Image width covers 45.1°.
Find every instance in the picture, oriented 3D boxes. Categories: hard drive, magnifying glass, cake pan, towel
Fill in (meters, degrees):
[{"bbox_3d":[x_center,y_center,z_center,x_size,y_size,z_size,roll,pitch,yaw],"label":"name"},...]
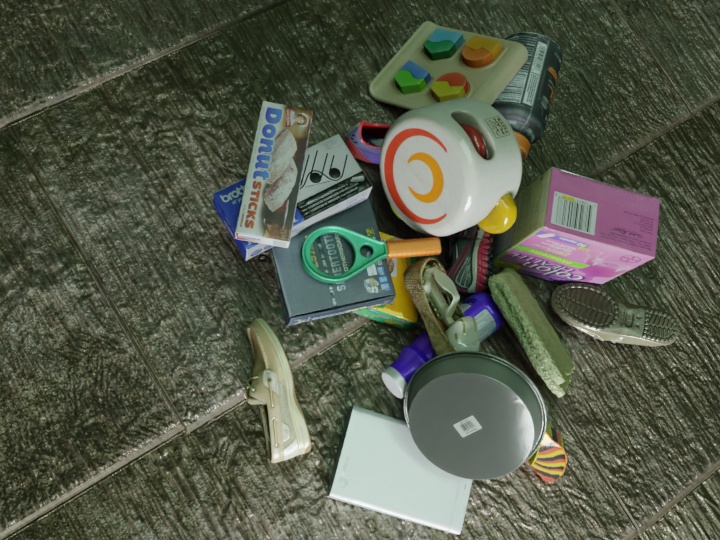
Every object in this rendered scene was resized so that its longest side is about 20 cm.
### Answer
[{"bbox_3d":[0.063,0.287,1.249,0.199,0.026,0.132,19,71,-10],"label":"hard drive"},{"bbox_3d":[0.015,-0.027,1.205,0.199,0.022,0.080,-4,74,-17],"label":"magnifying glass"},{"bbox_3d":[0.152,0.205,1.187,0.200,0.200,0.037,38,29,-2],"label":"cake pan"},{"bbox_3d":[0.257,0.089,1.303,0.036,0.148,0.200,-32,84,18],"label":"towel"}]

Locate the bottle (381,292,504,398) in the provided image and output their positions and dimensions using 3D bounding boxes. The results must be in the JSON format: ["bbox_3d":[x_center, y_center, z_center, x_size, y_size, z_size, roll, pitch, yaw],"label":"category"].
[{"bbox_3d":[0.120,0.111,1.280,0.200,0.084,0.065,-36,86,-21],"label":"bottle"}]

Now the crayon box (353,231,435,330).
[{"bbox_3d":[0.000,0.000,1.292,0.199,0.058,0.119,19,71,-8],"label":"crayon box"}]

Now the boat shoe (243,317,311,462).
[{"bbox_3d":[-0.128,0.166,1.210,0.065,0.072,0.201,-16,85,-19],"label":"boat shoe"}]

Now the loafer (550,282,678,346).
[{"bbox_3d":[0.395,0.080,1.372,0.199,0.068,0.076,20,69,8],"label":"loafer"}]

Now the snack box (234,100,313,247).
[{"bbox_3d":[-0.114,-0.130,1.163,0.072,0.024,0.201,10,69,-3],"label":"snack box"}]

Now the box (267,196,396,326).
[{"bbox_3d":[-0.051,-0.035,1.231,0.157,0.051,0.201,-11,75,-14],"label":"box"}]

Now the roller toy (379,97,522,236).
[{"bbox_3d":[0.134,-0.150,1.247,0.140,0.200,0.183,-22,120,-40],"label":"roller toy"}]

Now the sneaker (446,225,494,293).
[{"bbox_3d":[0.169,-0.062,1.347,0.074,0.081,0.201,0,64,16],"label":"sneaker"}]

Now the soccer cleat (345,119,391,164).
[{"bbox_3d":[0.075,-0.187,1.353,0.199,0.076,0.067,13,72,-10],"label":"soccer cleat"}]

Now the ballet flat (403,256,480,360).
[{"bbox_3d":[0.123,0.067,1.214,0.070,0.065,0.200,-15,67,-38],"label":"ballet flat"}]

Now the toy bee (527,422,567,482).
[{"bbox_3d":[0.236,0.223,1.256,0.200,0.109,0.131,25,30,-29],"label":"toy bee"}]

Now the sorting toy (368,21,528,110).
[{"bbox_3d":[0.137,-0.321,1.380,0.200,0.037,0.185,26,66,31],"label":"sorting toy"}]

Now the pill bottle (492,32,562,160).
[{"bbox_3d":[0.257,-0.276,1.410,0.106,0.106,0.201,20,72,-9],"label":"pill bottle"}]

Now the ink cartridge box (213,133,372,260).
[{"bbox_3d":[-0.092,-0.103,1.194,0.200,0.044,0.094,-28,77,-17],"label":"ink cartridge box"}]

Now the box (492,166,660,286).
[{"bbox_3d":[0.319,-0.056,1.316,0.175,0.200,0.097,15,72,-11],"label":"box"}]
